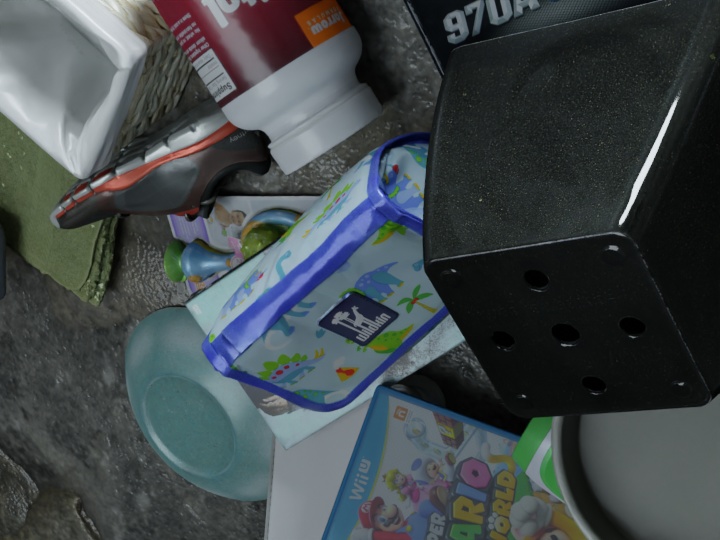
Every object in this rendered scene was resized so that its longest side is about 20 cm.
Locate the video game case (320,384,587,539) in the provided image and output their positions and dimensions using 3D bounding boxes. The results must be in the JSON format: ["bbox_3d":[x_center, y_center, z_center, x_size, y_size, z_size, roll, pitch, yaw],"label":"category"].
[{"bbox_3d":[0.082,0.187,1.118,0.199,0.018,0.144,20,85,5],"label":"video game case"}]

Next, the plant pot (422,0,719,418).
[{"bbox_3d":[0.150,-0.022,0.897,0.199,0.178,0.200,-8,128,35],"label":"plant pot"}]

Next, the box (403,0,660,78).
[{"bbox_3d":[0.126,-0.182,0.947,0.200,0.046,0.159,-17,106,41],"label":"box"}]

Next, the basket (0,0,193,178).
[{"bbox_3d":[-0.227,-0.194,1.143,0.200,0.123,0.136,41,132,10],"label":"basket"}]

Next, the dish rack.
[{"bbox_3d":[-0.015,0.183,1.189,0.171,0.043,0.201,-6,75,38],"label":"dish rack"}]

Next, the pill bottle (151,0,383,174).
[{"bbox_3d":[-0.071,-0.175,1.049,0.113,0.113,0.200,-27,99,42],"label":"pill bottle"}]

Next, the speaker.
[{"bbox_3d":[0.210,0.159,1.057,0.200,0.088,0.089,34,131,13],"label":"speaker"}]

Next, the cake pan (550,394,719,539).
[{"bbox_3d":[0.229,0.115,0.991,0.199,0.037,0.201,-1,88,14],"label":"cake pan"}]

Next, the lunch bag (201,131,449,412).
[{"bbox_3d":[0.000,0.000,1.006,0.170,0.200,0.128,-44,75,21],"label":"lunch bag"}]

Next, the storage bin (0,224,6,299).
[{"bbox_3d":[-0.412,-0.020,1.340,0.200,0.134,0.146,43,137,39],"label":"storage bin"}]

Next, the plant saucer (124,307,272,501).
[{"bbox_3d":[-0.144,0.130,1.329,0.200,0.039,0.202,18,125,28],"label":"plant saucer"}]

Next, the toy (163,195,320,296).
[{"bbox_3d":[-0.079,0.000,1.200,0.199,0.047,0.116,4,119,35],"label":"toy"}]

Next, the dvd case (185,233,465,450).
[{"bbox_3d":[-0.020,0.032,1.147,0.200,0.022,0.146,-32,94,19],"label":"dvd case"}]

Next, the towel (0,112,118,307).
[{"bbox_3d":[-0.268,-0.075,1.301,0.148,0.036,0.200,32,131,18],"label":"towel"}]

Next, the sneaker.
[{"bbox_3d":[-0.159,-0.064,1.182,0.200,0.077,0.082,-23,112,25],"label":"sneaker"}]
